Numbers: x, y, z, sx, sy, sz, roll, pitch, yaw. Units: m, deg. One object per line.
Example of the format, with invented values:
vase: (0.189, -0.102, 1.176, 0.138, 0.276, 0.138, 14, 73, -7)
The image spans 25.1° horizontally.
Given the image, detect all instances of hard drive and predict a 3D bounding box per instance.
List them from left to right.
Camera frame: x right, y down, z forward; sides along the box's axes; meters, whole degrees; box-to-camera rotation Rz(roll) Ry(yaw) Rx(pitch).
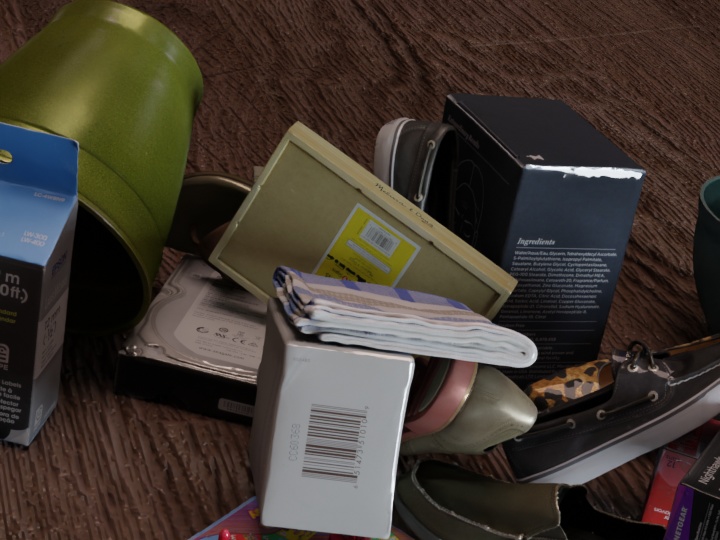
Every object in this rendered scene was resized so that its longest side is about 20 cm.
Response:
hard drive: (-0.092, 0.047, 1.227, 0.139, 0.038, 0.200, 14, 24, 5)

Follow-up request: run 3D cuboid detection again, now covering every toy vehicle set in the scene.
toy vehicle set: (0.000, 0.000, 1.181, 0.200, 0.125, 0.027, 36, 25, 2)

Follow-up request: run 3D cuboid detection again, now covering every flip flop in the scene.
flip flop: (-0.079, -0.015, 1.247, 0.199, 0.081, 0.058, 23, 40, 11)

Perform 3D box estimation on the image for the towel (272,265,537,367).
towel: (0.021, 0.026, 1.017, 0.146, 0.024, 0.200, 9, 5, -9)

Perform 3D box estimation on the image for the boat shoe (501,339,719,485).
boat shoe: (0.183, 0.084, 1.094, 0.199, 0.066, 0.070, -30, 5, 18)

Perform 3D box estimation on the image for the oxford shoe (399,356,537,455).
oxford shoe: (0.059, 0.101, 1.077, 0.074, 0.071, 0.200, 26, -11, -7)

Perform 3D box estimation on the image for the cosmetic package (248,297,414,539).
cosmetic package: (-0.024, 0.087, 1.016, 0.081, 0.114, 0.200, 8, 7, -6)

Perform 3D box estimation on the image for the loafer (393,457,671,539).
loafer: (0.116, 0.159, 1.034, 0.199, 0.070, 0.075, 19, 26, 17)

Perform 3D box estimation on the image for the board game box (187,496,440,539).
board game box: (-0.033, 0.176, 0.970, 0.157, 0.039, 0.200, 24, 27, 25)

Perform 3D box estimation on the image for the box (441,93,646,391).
box: (0.121, -0.018, 1.259, 0.106, 0.201, 0.149, 0, 27, -21)

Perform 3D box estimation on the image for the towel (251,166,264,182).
towel: (-0.006, -0.031, 1.448, 0.199, 0.035, 0.193, 9, 28, -9)

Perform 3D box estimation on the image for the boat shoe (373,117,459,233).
boat shoe: (0.046, -0.015, 1.220, 0.056, 0.201, 0.068, 1, 6, 36)

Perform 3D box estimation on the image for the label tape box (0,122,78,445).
label tape box: (-0.266, 0.002, 1.054, 0.142, 0.201, 0.066, 13, 27, 5)

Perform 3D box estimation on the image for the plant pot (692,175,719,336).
plant pot: (0.368, 0.018, 1.364, 0.199, 0.135, 0.201, 8, 25, -4)

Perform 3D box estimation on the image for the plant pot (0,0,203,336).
plant pot: (-0.209, -0.090, 1.185, 0.199, 0.201, 0.194, 16, 57, 11)

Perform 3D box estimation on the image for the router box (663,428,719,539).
router box: (0.296, 0.136, 1.017, 0.149, 0.051, 0.200, 22, 30, 23)

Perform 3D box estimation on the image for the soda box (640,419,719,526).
soda box: (0.297, 0.163, 1.099, 0.199, 0.070, 0.063, 17, 28, 12)

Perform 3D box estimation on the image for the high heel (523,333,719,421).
high heel: (0.228, 0.068, 1.183, 0.199, 0.143, 0.072, 5, 51, -17)
